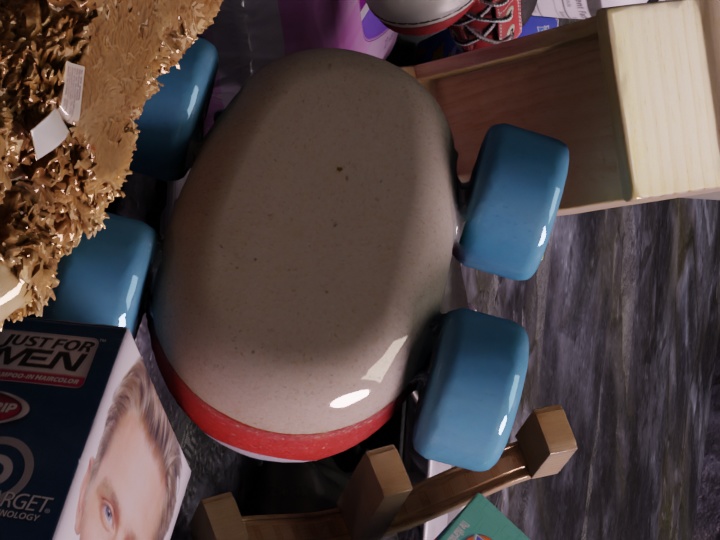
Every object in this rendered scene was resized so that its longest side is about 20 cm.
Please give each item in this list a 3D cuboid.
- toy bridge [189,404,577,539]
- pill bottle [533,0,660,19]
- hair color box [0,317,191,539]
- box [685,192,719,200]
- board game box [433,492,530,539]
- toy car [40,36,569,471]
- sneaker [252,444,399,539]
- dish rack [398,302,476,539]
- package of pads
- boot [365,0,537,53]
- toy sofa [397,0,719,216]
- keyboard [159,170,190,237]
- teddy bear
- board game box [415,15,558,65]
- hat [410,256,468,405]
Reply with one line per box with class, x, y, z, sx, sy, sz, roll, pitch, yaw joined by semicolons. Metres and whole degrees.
toy bridge;0.006;0.112;1.044;0.067;0.200;0.027;116;-44;-57
pill bottle;0.110;-0.203;1.236;0.114;0.200;0.114;4;90;-74
hair color box;-0.124;0.125;0.762;0.100;0.061;0.200;74;25;-51
box;0.401;-0.193;2.420;0.128;0.109;0.200;-55;146;-61
board game box;-0.009;0.206;1.009;0.200;0.045;0.152;-50;174;20
toy car;-0.029;0.023;0.914;0.200;0.184;0.177;106;-2;-59
sneaker;-0.007;0.137;1.158;0.200;0.076;0.091;53;37;-69
dish rack;0.051;0.109;1.310;0.172;0.044;0.200;-157;-110;-87
package of pads;-0.024;-0.149;1.008;0.200;0.076;0.121;-62;152;-55
boot;0.050;-0.135;1.011;0.200;0.072;0.144;-73;159;-49
toy sofa;0.099;-0.068;0.960;0.200;0.098;0.083;-7;-89;62
keyboard;-0.058;-0.023;1.042;0.200;0.011;0.056;37;58;-72
teddy bear;-0.117;-0.065;0.755;0.145;0.067;0.200;53;50;-53
board game box;0.067;-0.075;1.263;0.200;0.045;0.135;-170;-96;-81
hat;0.000;0.000;1.097;0.201;0.081;0.201;-7;90;-78
